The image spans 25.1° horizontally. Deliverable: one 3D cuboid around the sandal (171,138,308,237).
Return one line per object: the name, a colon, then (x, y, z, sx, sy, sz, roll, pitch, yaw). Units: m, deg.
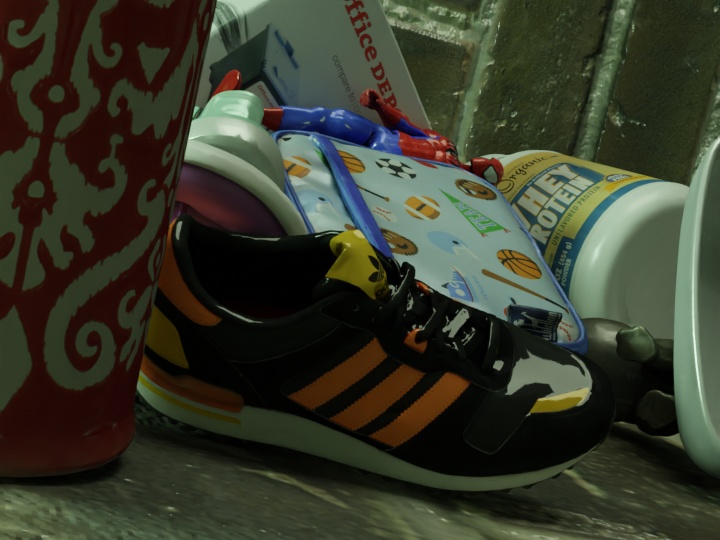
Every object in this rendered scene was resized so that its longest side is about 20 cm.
sandal: (-0.067, 0.008, 0.703, 0.082, 0.050, 0.203, 13, -24, 2)

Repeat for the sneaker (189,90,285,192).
sneaker: (-0.075, -0.055, 0.776, 0.074, 0.118, 0.200, 22, -27, -11)

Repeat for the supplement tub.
supplement tub: (0.153, -0.007, 1.165, 0.144, 0.145, 0.200, 10, 7, -37)

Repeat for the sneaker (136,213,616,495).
sneaker: (0.009, 0.028, 0.634, 0.200, 0.090, 0.070, 10, 44, -3)

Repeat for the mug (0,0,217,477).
mug: (-0.132, -0.057, 0.553, 0.177, 0.200, 0.133, 28, 18, 39)

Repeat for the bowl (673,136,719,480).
bowl: (0.251, 0.038, 0.856, 0.200, 0.200, 0.075, 13, -26, -13)

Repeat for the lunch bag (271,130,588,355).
lunch bag: (0.020, 0.004, 0.833, 0.160, 0.076, 0.200, 13, 26, -25)

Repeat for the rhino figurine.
rhino figurine: (0.107, 0.049, 0.930, 0.200, 0.060, 0.087, 15, -2, 31)

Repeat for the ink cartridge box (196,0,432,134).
ink cartridge box: (-0.073, -0.100, 1.016, 0.200, 0.147, 0.086, -34, 29, -16)

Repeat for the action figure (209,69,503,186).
action figure: (0.007, -0.074, 0.983, 0.200, 0.066, 0.052, 10, -37, -36)
